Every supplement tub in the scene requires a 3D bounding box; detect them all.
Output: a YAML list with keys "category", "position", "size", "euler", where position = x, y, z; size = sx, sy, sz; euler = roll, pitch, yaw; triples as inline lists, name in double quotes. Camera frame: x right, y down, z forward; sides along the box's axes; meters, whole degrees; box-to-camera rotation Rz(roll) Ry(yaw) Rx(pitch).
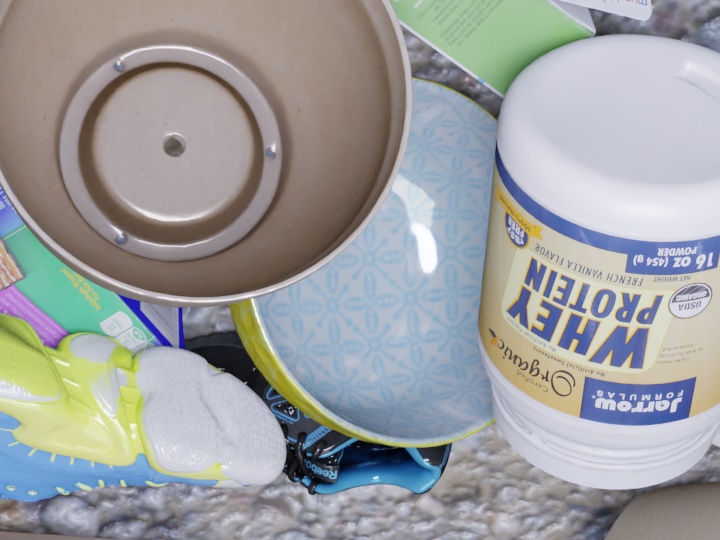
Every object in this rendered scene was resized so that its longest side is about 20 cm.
- category: "supplement tub"
  position: [0.133, -0.001, 1.140]
  size: [0.144, 0.145, 0.200]
  euler: [-1, 132, -4]

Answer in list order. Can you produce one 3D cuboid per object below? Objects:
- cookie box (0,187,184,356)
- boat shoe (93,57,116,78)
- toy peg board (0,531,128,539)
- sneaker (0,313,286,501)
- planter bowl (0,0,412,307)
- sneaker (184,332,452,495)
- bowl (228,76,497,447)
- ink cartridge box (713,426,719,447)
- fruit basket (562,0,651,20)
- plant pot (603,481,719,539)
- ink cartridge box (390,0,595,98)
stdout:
- category: "cookie box"
  position: [-0.228, 0.028, 1.285]
  size: [0.200, 0.075, 0.171]
  euler: [-29, 125, 16]
- category: "boat shoe"
  position: [-0.160, -0.133, 1.179]
  size: [0.071, 0.065, 0.200]
  euler: [-2, 147, 9]
- category: "toy peg board"
  position: [-0.182, 0.267, 1.406]
  size: [0.199, 0.098, 0.200]
  euler: [1, 130, 25]
- category: "sneaker"
  position: [-0.146, 0.088, 1.259]
  size: [0.200, 0.076, 0.105]
  euler: [22, 136, -15]
- category: "planter bowl"
  position: [-0.086, -0.072, 1.092]
  size: [0.200, 0.201, 0.135]
  euler: [7, 168, -10]
- category: "sneaker"
  position: [-0.043, 0.088, 1.341]
  size: [0.200, 0.082, 0.073]
  euler: [2, 128, -4]
- category: "bowl"
  position: [0.000, 0.000, 1.250]
  size: [0.200, 0.200, 0.108]
  euler: [32, 159, -24]
- category: "ink cartridge box"
  position: [0.280, 0.073, 1.313]
  size: [0.115, 0.068, 0.200]
  euler: [27, 143, -33]
- category: "fruit basket"
  position: [0.044, -0.213, 1.065]
  size: [0.200, 0.186, 0.094]
  euler: [4, 160, -21]
- category: "plant pot"
  position: [0.211, 0.209, 1.404]
  size: [0.134, 0.200, 0.201]
  euler: [29, 126, 19]
- category: "ink cartridge box"
  position: [0.021, -0.177, 1.140]
  size: [0.200, 0.104, 0.059]
  euler: [33, 116, -25]
